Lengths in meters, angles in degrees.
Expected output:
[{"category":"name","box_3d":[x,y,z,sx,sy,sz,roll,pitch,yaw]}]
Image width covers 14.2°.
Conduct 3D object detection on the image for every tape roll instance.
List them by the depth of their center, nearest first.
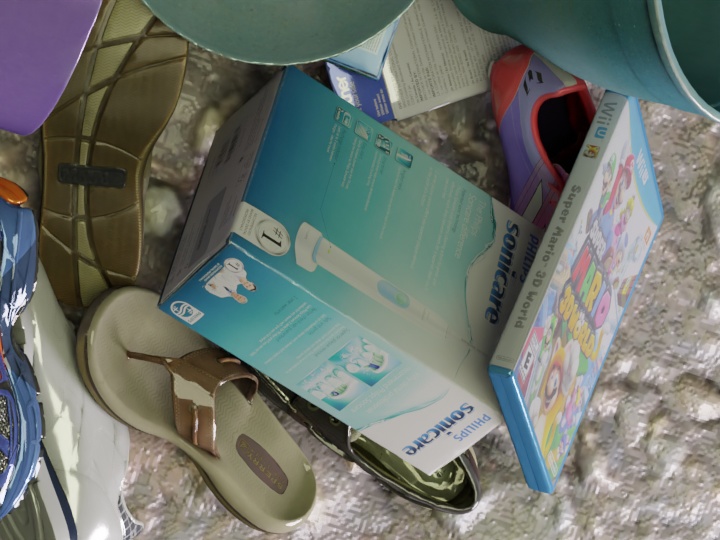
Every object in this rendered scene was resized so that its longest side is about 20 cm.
[{"category":"tape roll","box_3d":[-0.193,-0.180,1.563,0.085,0.200,0.201,16,92,-18]}]

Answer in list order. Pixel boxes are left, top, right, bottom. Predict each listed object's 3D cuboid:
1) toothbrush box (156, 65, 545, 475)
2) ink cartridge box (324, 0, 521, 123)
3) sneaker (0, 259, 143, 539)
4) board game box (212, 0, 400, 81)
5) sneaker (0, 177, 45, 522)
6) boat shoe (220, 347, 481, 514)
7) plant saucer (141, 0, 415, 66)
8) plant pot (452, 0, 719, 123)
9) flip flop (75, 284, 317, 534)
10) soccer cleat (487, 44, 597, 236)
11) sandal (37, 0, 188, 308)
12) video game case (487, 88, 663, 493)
[{"category":"toothbrush box","box_3d":[0.000,0.000,1.671,0.200,0.085,0.147,31,47,-18]},{"category":"ink cartridge box","box_3d":[0.061,-0.166,1.728,0.199,0.042,0.120,-20,102,-16]},{"category":"sneaker","box_3d":[-0.181,0.073,1.676,0.080,0.076,0.201,-16,99,-38]},{"category":"board game box","box_3d":[-0.057,-0.214,1.659,0.199,0.037,0.152,21,91,-3]},{"category":"sneaker","box_3d":[-0.228,0.049,1.605,0.078,0.075,0.201,-6,95,-44]},{"category":"boat shoe","box_3d":[0.000,0.076,1.727,0.201,0.066,0.072,41,85,-18]},{"category":"plant saucer","box_3d":[-0.046,-0.215,1.622,0.200,0.039,0.202,0,91,-1]},{"category":"plant pot","box_3d":[0.150,-0.192,1.616,0.200,0.187,0.201,-14,109,-46]},{"category":"flip flop","box_3d":[-0.087,0.080,1.685,0.200,0.057,0.081,47,55,-25]},{"category":"soccer cleat","box_3d":[0.124,-0.043,1.727,0.066,0.076,0.201,-23,120,-14]},{"category":"sandal","box_3d":[-0.148,-0.077,1.670,0.080,0.054,0.201,9,111,-4]},{"category":"video game case","box_3d":[0.128,0.010,1.667,0.018,0.143,0.201,13,63,22]}]
